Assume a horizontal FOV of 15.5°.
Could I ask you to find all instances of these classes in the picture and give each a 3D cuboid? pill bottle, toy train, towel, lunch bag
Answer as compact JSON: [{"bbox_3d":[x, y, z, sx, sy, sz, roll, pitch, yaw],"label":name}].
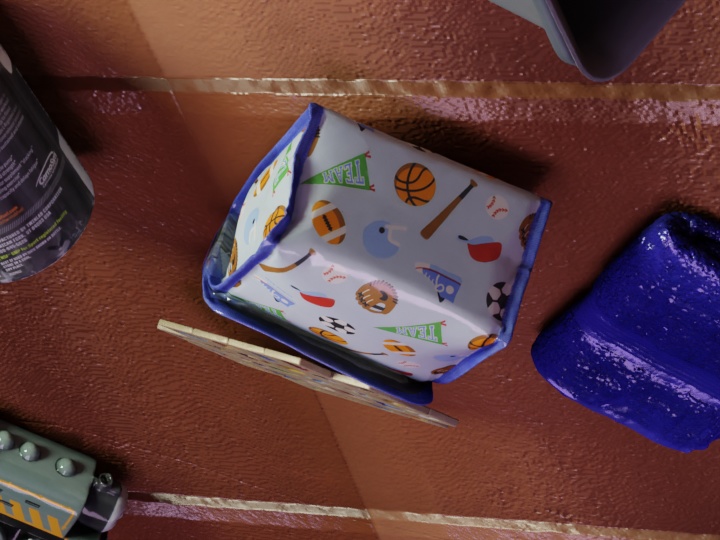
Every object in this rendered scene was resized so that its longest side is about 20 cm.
[{"bbox_3d":[-0.252,-0.090,1.638,0.106,0.106,0.200,-1,142,25],"label":"pill bottle"},{"bbox_3d":[-0.278,0.165,2.044,0.200,0.085,0.114,25,136,-13],"label":"toy train"},{"bbox_3d":[0.209,0.046,1.685,0.148,0.050,0.200,23,146,-11],"label":"towel"},{"bbox_3d":[0.000,0.000,1.652,0.170,0.124,0.200,25,161,-12],"label":"lunch bag"}]

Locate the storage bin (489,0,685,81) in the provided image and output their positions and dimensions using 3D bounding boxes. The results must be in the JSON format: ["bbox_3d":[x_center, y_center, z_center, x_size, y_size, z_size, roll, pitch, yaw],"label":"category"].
[{"bbox_3d":[0.081,-0.217,1.305,0.134,0.146,0.200,27,158,39],"label":"storage bin"}]

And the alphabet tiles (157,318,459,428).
[{"bbox_3d":[-0.037,0.069,1.777,0.200,0.006,0.166,14,172,41],"label":"alphabet tiles"}]
